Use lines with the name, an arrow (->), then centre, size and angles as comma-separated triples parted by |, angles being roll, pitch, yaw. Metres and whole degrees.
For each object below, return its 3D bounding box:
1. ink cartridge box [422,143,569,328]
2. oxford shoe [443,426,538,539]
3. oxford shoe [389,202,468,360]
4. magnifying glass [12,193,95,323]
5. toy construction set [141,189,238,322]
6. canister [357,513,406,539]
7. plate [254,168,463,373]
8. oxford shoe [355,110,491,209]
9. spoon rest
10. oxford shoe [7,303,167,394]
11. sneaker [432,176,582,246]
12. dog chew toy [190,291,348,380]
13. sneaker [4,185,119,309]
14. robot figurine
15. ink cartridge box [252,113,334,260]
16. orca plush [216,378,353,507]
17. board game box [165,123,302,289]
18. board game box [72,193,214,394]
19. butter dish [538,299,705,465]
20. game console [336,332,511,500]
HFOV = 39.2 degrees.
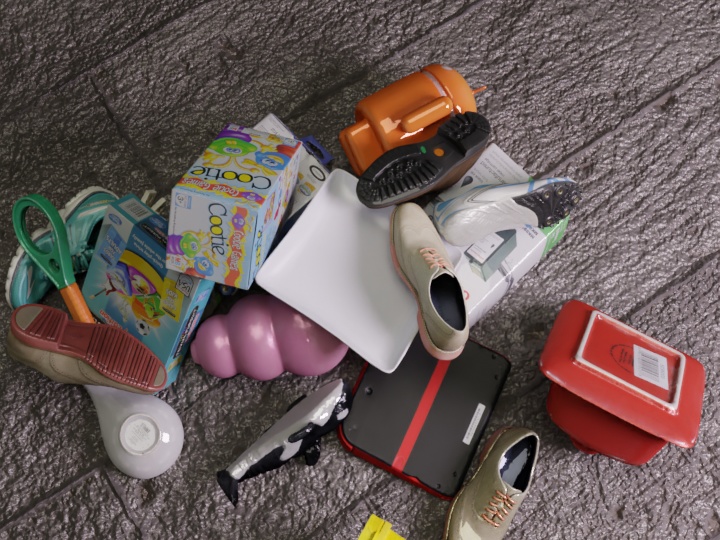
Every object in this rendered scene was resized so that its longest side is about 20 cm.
ink cartridge box -> 0.153, -0.041, 1.327 | 0.200, 0.084, 0.146 | -43, 75, -13
oxford shoe -> 0.156, 0.277, 1.209 | 0.070, 0.074, 0.203 | 26, 74, -7
oxford shoe -> 0.088, -0.001, 1.194 | 0.070, 0.074, 0.203 | -12, 68, -20
magnifying glass -> -0.377, 0.001, 1.266 | 0.022, 0.079, 0.203 | -35, 102, -51
toy construction set -> -0.245, -0.008, 1.300 | 0.200, 0.132, 0.091 | 41, 35, 23
canister -> 0.059, 0.398, 1.155 | 0.198, 0.086, 0.150 | 31, 102, 8
plate -> 0.000, 0.000, 1.231 | 0.198, 0.032, 0.201 | 33, 61, 3
oxford shoe -> 0.080, -0.119, 1.271 | 0.198, 0.085, 0.073 | -27, 62, -21
spoon rest -> -0.306, 0.173, 1.277 | 0.099, 0.061, 0.200 | -42, 89, -12
oxford shoe -> -0.332, 0.108, 1.228 | 0.197, 0.075, 0.071 | 26, 38, -9
sneaker -> 0.184, -0.084, 1.264 | 0.196, 0.073, 0.073 | -13, 41, -12
dog chew toy -> -0.115, 0.081, 1.268 | 0.196, 0.125, 0.127 | -13, 71, 0
sneaker -> -0.384, -0.025, 1.322 | 0.079, 0.078, 0.201 | 33, 74, 22
robot figurine -> 0.070, -0.199, 1.345 | 0.198, 0.145, 0.117 | -29, 60, -10
ink cartridge box -> -0.123, -0.111, 1.357 | 0.200, 0.077, 0.137 | -42, 77, -12
orca plush -> -0.079, 0.222, 1.245 | 0.200, 0.105, 0.071 | -42, 105, -15
board game box -> -0.147, -0.081, 1.199 | 0.101, 0.106, 0.201 | 14, 30, 4
board game box -> -0.269, 0.032, 1.251 | 0.150, 0.202, 0.047 | 37, 35, 13
butter dish -> 0.301, 0.160, 1.233 | 0.197, 0.150, 0.200 | 26, 31, 10
game console -> 0.079, 0.165, 1.289 | 0.175, 0.031, 0.202 | 26, 73, 3
